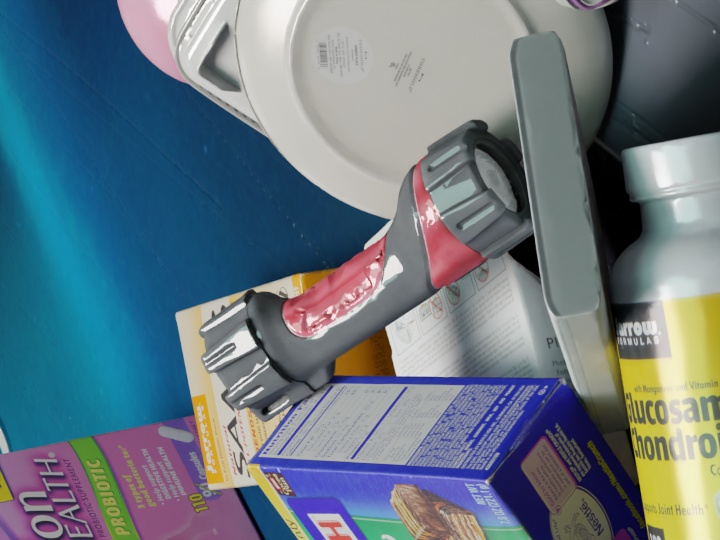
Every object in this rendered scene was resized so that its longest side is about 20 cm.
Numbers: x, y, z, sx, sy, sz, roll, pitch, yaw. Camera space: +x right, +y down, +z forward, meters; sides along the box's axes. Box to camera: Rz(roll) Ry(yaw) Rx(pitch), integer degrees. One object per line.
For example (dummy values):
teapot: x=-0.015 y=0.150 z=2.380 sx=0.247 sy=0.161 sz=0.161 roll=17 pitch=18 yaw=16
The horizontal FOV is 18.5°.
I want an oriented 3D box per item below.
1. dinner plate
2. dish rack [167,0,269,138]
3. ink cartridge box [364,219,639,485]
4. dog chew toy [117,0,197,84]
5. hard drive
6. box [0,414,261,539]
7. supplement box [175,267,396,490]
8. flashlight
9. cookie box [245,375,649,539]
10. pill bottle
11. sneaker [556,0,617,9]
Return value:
dinner plate: x=0.029 y=-0.106 z=1.131 sx=0.024 sy=0.199 sz=0.201 roll=-65 pitch=-13 yaw=-57
dish rack: x=-0.001 y=-0.133 z=1.161 sx=0.200 sy=0.171 sz=0.044 roll=-53 pitch=6 yaw=33
ink cartridge box: x=0.074 y=0.050 z=1.238 sx=0.163 sy=0.057 sz=0.201 roll=138 pitch=126 yaw=-58
dog chew toy: x=-0.036 y=-0.171 z=1.245 sx=0.199 sy=0.124 sz=0.125 roll=-6 pitch=95 yaw=21
hard drive: x=0.101 y=-0.011 z=1.046 sx=0.200 sy=0.027 sz=0.133 roll=62 pitch=-160 yaw=-69
box: x=-0.181 y=0.215 z=1.589 sx=0.176 sy=0.199 sz=0.097 roll=59 pitch=146 yaw=34
supplement box: x=-0.040 y=0.070 z=1.415 sx=0.200 sy=0.073 sz=0.127 roll=-18 pitch=82 yaw=62
flashlight: x=0.000 y=0.000 z=1.145 sx=0.200 sy=0.068 sz=0.068 roll=-32 pitch=51 yaw=27
cookie box: x=0.060 y=0.140 z=1.142 sx=0.200 sy=0.075 sz=0.172 roll=-3 pitch=128 yaw=52
pill bottle: x=0.171 y=0.039 z=0.978 sx=0.112 sy=0.111 sz=0.201 roll=-8 pitch=92 yaw=62
sneaker: x=0.118 y=-0.226 z=1.053 sx=0.100 sy=0.074 sz=0.201 roll=-114 pitch=25 yaw=-61
